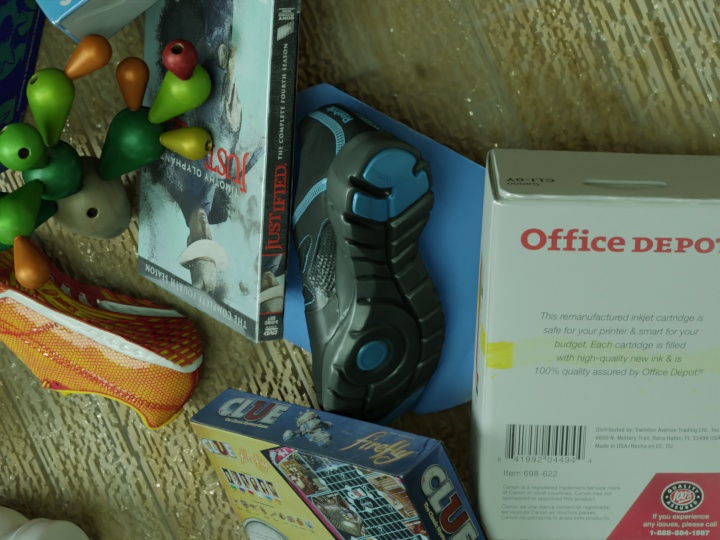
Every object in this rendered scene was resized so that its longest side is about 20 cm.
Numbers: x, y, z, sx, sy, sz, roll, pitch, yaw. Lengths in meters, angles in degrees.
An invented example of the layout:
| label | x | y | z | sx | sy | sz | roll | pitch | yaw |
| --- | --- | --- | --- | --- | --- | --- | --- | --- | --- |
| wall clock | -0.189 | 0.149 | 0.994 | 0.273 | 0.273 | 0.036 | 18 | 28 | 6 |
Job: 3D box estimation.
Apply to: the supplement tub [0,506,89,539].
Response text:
| label | x | y | z | sx | sy | sz | roll | pitch | yaw |
| --- | --- | --- | --- | --- | --- | --- | --- | --- | --- |
| supplement tub | -0.271 | 0.213 | 1.662 | 0.200 | 0.140 | 0.141 | -2 | 104 | 20 |

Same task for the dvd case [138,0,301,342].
| label | x | y | z | sx | sy | sz | roll | pitch | yaw |
| --- | --- | --- | --- | --- | --- | --- | --- | --- | --- |
| dvd case | -0.082 | -0.075 | 1.535 | 0.146 | 0.022 | 0.200 | 28 | 121 | 53 |

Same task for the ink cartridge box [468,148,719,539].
| label | x | y | z | sx | sy | sz | roll | pitch | yaw |
| --- | --- | --- | --- | --- | --- | --- | --- | --- | --- |
| ink cartridge box | 0.136 | 0.040 | 1.471 | 0.145 | 0.083 | 0.200 | 1 | 112 | -2 |

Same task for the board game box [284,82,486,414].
| label | x | y | z | sx | sy | sz | roll | pitch | yaw |
| --- | --- | --- | --- | --- | --- | --- | --- | --- | --- |
| board game box | 0.017 | -0.015 | 1.555 | 0.200 | 0.039 | 0.158 | 29 | 119 | 13 |

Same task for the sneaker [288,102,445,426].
| label | x | y | z | sx | sy | sz | roll | pitch | yaw |
| --- | --- | --- | --- | --- | --- | --- | --- | --- | --- |
| sneaker | 0.000 | 0.000 | 1.515 | 0.082 | 0.073 | 0.200 | 45 | 140 | 46 |

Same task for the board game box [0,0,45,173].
| label | x | y | z | sx | sy | sz | roll | pitch | yaw |
| --- | --- | --- | --- | --- | --- | --- | --- | --- | --- |
| board game box | -0.240 | -0.111 | 1.529 | 0.045 | 0.200 | 0.152 | 20 | 111 | 13 |

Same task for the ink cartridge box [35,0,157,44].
| label | x | y | z | sx | sy | sz | roll | pitch | yaw |
| --- | --- | --- | --- | --- | --- | --- | --- | --- | --- |
| ink cartridge box | -0.167 | -0.237 | 1.501 | 0.115 | 0.068 | 0.200 | -37 | 75 | 5 |

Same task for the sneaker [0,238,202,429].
| label | x | y | z | sx | sy | sz | roll | pitch | yaw |
| --- | --- | --- | --- | --- | --- | --- | --- | --- | --- |
| sneaker | -0.191 | 0.034 | 1.624 | 0.200 | 0.073 | 0.077 | 29 | 122 | 13 |

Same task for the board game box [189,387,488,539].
| label | x | y | z | sx | sy | sz | roll | pitch | yaw |
| --- | --- | --- | --- | --- | --- | --- | --- | --- | --- |
| board game box | -0.002 | 0.142 | 1.529 | 0.200 | 0.035 | 0.136 | 11 | 132 | 52 |

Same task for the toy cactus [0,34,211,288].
| label | x | y | z | sx | sy | sz | roll | pitch | yaw |
| --- | --- | --- | --- | --- | --- | --- | --- | --- | --- |
| toy cactus | -0.157 | -0.047 | 1.530 | 0.200 | 0.165 | 0.102 | -42 | 73 | 0 |
